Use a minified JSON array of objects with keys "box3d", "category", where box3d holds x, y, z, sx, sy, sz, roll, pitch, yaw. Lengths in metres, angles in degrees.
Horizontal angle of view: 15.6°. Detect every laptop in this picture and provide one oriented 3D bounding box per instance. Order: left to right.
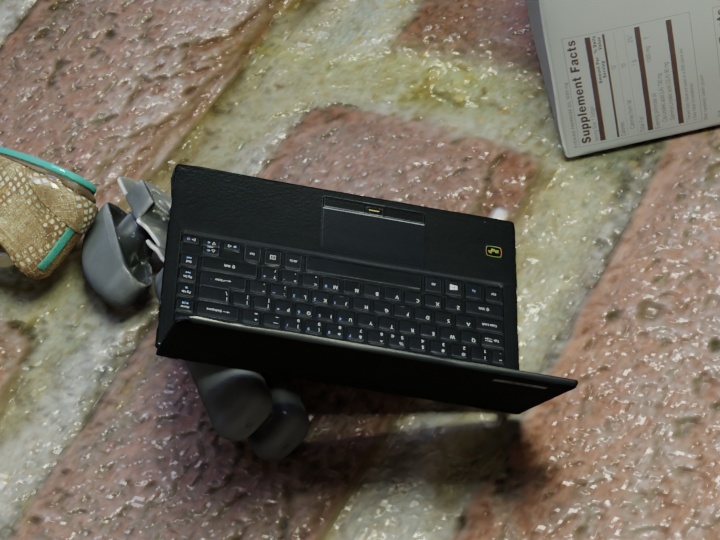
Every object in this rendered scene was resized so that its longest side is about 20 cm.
[{"box3d":[0.000,0.000,1.211,0.176,0.104,0.201,10,44,-8],"category":"laptop"}]

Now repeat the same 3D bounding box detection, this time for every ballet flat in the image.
[{"box3d":[-0.221,-0.042,1.382,0.199,0.070,0.066,19,80,43],"category":"ballet flat"}]

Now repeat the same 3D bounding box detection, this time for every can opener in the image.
[{"box3d":[-0.087,0.027,1.299,0.067,0.053,0.200,-44,42,16],"category":"can opener"}]

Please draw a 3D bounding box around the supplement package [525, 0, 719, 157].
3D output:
[{"box3d":[0.185,-0.152,1.350,0.198,0.110,0.114,-12,43,3],"category":"supplement package"}]
